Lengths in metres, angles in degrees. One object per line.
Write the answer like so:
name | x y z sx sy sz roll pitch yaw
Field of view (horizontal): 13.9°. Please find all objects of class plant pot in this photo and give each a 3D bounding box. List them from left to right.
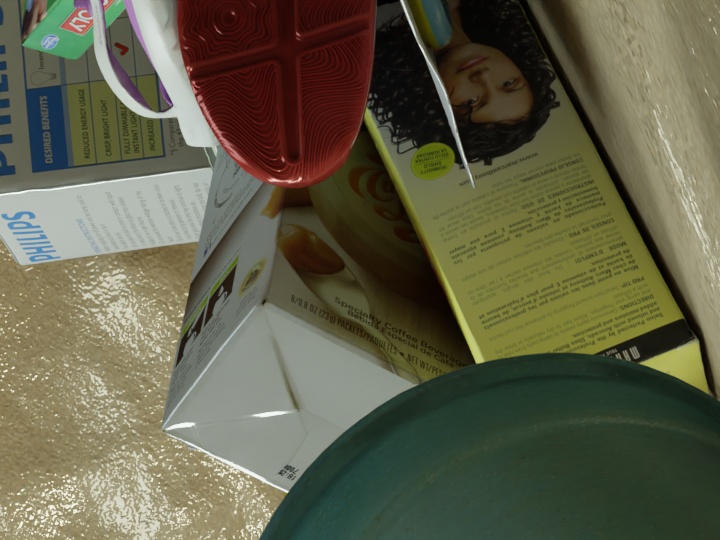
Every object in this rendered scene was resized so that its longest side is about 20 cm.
plant pot | 0.077 0.135 0.794 0.196 0.200 0.200 -153 40 -75

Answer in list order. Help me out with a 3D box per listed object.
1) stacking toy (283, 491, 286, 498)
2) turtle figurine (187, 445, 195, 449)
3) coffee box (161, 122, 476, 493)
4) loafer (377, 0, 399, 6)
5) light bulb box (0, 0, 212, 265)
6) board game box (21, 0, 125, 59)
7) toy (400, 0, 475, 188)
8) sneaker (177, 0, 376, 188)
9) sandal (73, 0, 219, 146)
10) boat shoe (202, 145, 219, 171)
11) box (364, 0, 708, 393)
stacking toy | 0.000 0.101 1.219 0.085 0.085 0.200 77 176 -76
turtle figurine | 0.029 0.066 1.343 0.144 0.200 0.194 23 -174 18
coffee box | 0.000 0.000 1.158 0.114 0.080 0.200 27 -146 -15
loafer | 0.015 -0.108 1.245 0.200 0.071 0.073 45 -136 -51
light bulb box | -0.091 -0.121 1.454 0.125 0.200 0.198 76 -172 -73
board game box | -0.100 -0.207 1.265 0.135 0.029 0.200 -37 44 52
toy | 0.023 -0.141 1.058 0.115 0.047 0.200 65 -174 -48
sneaker | -0.021 -0.117 1.103 0.116 0.078 0.200 38 -137 -69
sandal | -0.084 -0.096 1.137 0.203 0.050 0.083 73 -170 -66
boat shoe | -0.057 -0.120 1.290 0.060 0.072 0.202 -19 80 61
box | 0.056 -0.021 1.087 0.050 0.075 0.200 70 176 -53
